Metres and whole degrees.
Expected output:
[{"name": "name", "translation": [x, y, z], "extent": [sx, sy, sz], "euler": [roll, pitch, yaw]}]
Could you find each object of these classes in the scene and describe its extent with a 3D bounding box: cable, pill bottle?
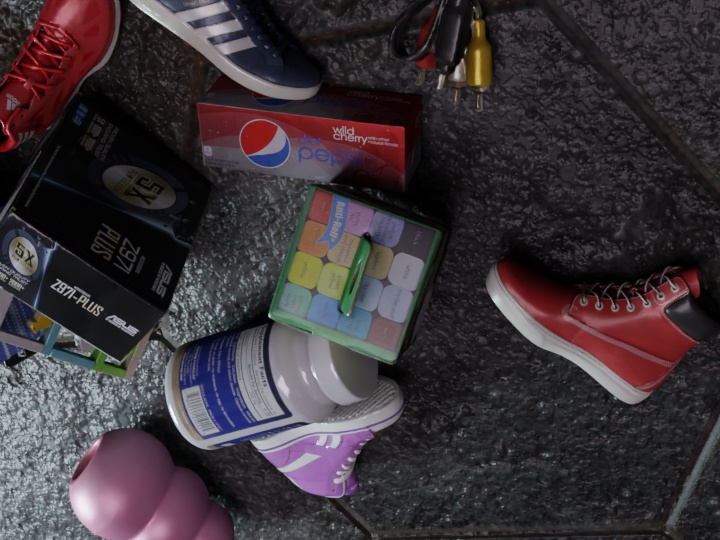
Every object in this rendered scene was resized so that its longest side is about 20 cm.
[{"name": "cable", "translation": [0.084, -0.239, 1.106], "extent": [0.097, 0.050, 0.202], "euler": [25, 115, 24]}, {"name": "pill bottle", "translation": [-0.089, 0.106, 1.323], "extent": [0.198, 0.116, 0.116], "euler": [-17, 114, 27]}]

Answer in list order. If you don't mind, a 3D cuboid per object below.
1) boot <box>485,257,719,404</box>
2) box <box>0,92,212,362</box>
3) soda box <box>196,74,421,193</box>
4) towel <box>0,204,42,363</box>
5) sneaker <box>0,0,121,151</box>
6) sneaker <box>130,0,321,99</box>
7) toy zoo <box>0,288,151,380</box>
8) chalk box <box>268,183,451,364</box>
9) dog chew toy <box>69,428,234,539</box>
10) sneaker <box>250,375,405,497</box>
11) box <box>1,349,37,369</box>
[{"name": "boot", "translation": [0.225, 0.020, 1.188], "extent": [0.199, 0.073, 0.144], "euler": [32, 126, -12]}, {"name": "box", "translation": [-0.244, -0.043, 1.217], "extent": [0.163, 0.201, 0.086], "euler": [36, 125, -17]}, {"name": "soda box", "translation": [-0.045, -0.127, 1.194], "extent": [0.198, 0.064, 0.071], "euler": [9, 125, 14]}, {"name": "towel", "translation": [-0.331, -0.005, 1.298], "extent": [0.024, 0.200, 0.146], "euler": [14, 130, 40]}, {"name": "sneaker", "translation": [-0.293, -0.184, 1.214], "extent": [0.078, 0.116, 0.201], "euler": [30, 127, -2]}, {"name": "sneaker", "translation": [-0.110, -0.230, 1.148], "extent": [0.199, 0.075, 0.085], "euler": [32, 121, -6]}, {"name": "toy zoo", "translation": [-0.287, 0.022, 1.293], "extent": [0.199, 0.020, 0.132], "euler": [24, 90, -39]}, {"name": "chalk box", "translation": [0.000, 0.000, 1.154], "extent": [0.123, 0.200, 0.126], "euler": [20, 94, 7]}, {"name": "dog chew toy", "translation": [-0.227, 0.267, 1.476], "extent": [0.199, 0.125, 0.125], "euler": [35, 126, -14]}, {"name": "sneaker", "translation": [-0.012, 0.180, 1.375], "extent": [0.199, 0.073, 0.115], "euler": [-20, 116, 40]}, {"name": "box", "translation": [-0.421, -0.015, 1.352], "extent": [0.192, 0.047, 0.202], "euler": [21, 134, 46]}]
